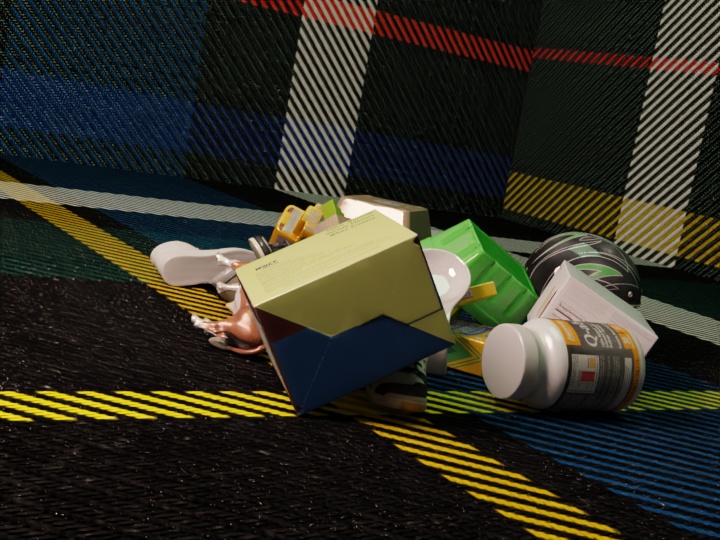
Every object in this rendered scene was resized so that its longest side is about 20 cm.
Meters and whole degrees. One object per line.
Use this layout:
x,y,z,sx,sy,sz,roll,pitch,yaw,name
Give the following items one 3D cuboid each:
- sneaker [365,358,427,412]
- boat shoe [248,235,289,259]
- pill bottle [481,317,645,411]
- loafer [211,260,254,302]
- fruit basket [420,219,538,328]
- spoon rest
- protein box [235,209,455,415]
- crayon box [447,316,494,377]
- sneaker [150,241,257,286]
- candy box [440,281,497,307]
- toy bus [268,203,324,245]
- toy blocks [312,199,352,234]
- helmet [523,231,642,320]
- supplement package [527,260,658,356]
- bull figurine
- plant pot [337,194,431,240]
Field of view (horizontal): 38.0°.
0.049,0.111,1.278,0.074,0.089,0.200,12,10,-3,sneaker
-0.122,-0.013,1.661,0.075,0.066,0.200,57,-4,29,boat shoe
0.264,0.123,1.365,0.197,0.119,0.116,6,9,-29,pill bottle
-0.180,0.032,1.619,0.070,0.075,0.200,55,6,4,loafer
0.164,0.038,1.739,0.212,0.218,0.157,8,35,-18,fruit basket
0.108,0.045,1.469,0.097,0.061,0.202,7,52,-4,spoon rest
-0.024,0.041,1.218,0.196,0.137,0.200,-23,15,-8,protein box
0.175,0.115,1.524,0.197,0.053,0.125,15,10,25,crayon box
-0.254,-0.015,1.767,0.197,0.075,0.115,5,13,-28,sneaker
0.096,0.055,1.561,0.197,0.027,0.102,-15,-5,-19,candy box
-0.112,-0.044,1.765,0.077,0.066,0.201,29,-34,0,toy bus
0.000,0.000,1.669,0.099,0.203,0.136,-28,-23,28,toy blocks
0.375,0.029,1.792,0.199,0.192,0.200,36,8,-6,helmet
0.343,0.082,1.575,0.155,0.112,0.200,35,10,3,supplement package
-0.143,0.031,1.391,0.119,0.066,0.201,5,40,10,bull figurine
0.029,-0.038,1.911,0.197,0.180,0.199,13,9,19,plant pot
